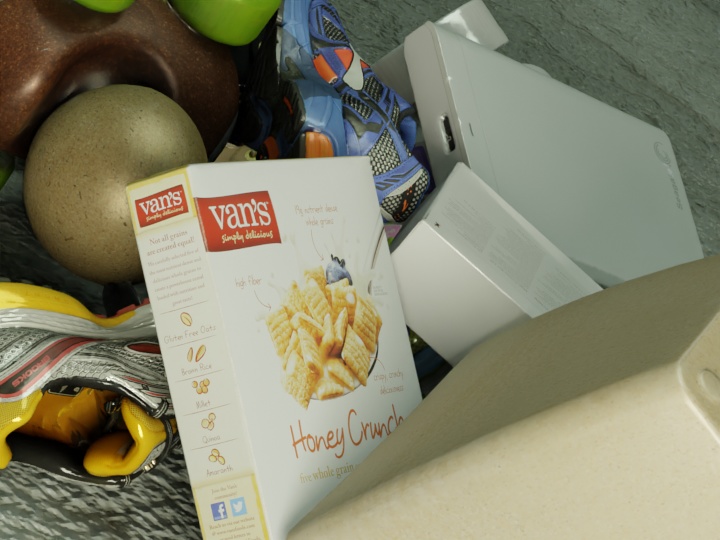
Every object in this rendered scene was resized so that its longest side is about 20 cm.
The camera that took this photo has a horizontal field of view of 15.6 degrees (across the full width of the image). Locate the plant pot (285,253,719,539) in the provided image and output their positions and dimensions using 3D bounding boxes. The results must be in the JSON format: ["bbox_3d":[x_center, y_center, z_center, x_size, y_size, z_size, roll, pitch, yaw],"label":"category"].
[{"bbox_3d":[0.128,0.105,1.056,0.200,0.177,0.200,52,35,-2],"label":"plant pot"}]

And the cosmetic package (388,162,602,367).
[{"bbox_3d":[0.097,0.044,1.222,0.200,0.051,0.083,42,24,-3],"label":"cosmetic package"}]

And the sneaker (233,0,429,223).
[{"bbox_3d":[-0.014,-0.074,1.290,0.078,0.076,0.200,16,29,-16],"label":"sneaker"}]

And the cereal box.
[{"bbox_3d":[-0.024,0.053,1.110,0.144,0.039,0.201,-8,84,-59],"label":"cereal box"}]

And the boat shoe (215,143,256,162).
[{"bbox_3d":[-0.042,-0.044,1.443,0.199,0.067,0.074,30,20,-7],"label":"boat shoe"}]

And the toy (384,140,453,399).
[{"bbox_3d":[0.000,0.000,1.280,0.114,0.047,0.201,-8,44,-9],"label":"toy"}]

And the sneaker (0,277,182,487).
[{"bbox_3d":[-0.096,0.061,1.133,0.199,0.078,0.082,3,38,-37],"label":"sneaker"}]

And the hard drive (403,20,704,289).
[{"bbox_3d":[0.108,-0.043,1.381,0.199,0.026,0.133,20,48,-44],"label":"hard drive"}]

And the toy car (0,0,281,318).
[{"bbox_3d":[-0.103,-0.044,1.242,0.157,0.165,0.201,10,39,-43],"label":"toy car"}]

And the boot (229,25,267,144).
[{"bbox_3d":[-0.038,-0.096,1.506,0.153,0.074,0.204,35,-1,2],"label":"boot"}]

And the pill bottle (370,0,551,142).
[{"bbox_3d":[0.084,-0.045,1.478,0.201,0.109,0.110,57,22,-1],"label":"pill bottle"}]
